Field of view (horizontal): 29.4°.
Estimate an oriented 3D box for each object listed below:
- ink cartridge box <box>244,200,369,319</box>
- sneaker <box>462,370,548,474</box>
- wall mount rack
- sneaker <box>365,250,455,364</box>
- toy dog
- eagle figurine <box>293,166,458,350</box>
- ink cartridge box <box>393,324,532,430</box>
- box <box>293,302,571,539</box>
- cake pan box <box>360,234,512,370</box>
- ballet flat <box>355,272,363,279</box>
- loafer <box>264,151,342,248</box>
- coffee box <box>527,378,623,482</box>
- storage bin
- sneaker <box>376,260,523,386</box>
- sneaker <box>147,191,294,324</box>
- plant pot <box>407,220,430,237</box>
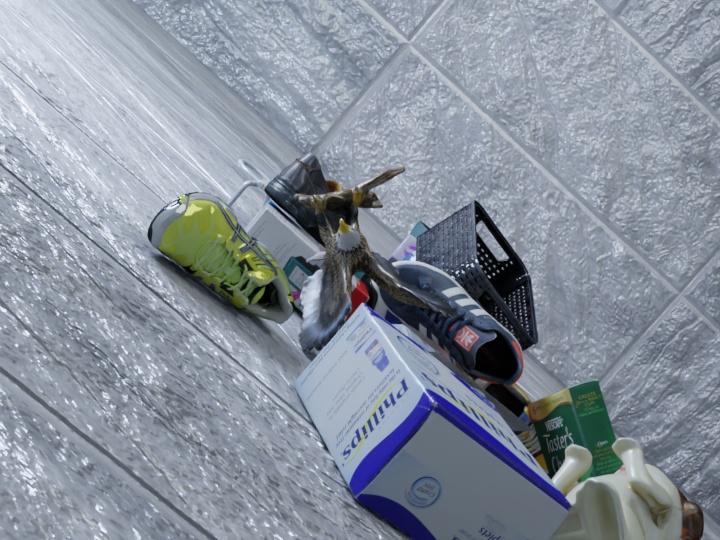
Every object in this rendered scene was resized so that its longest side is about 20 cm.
[{"bbox_3d":[-0.056,0.010,1.628,0.200,0.067,0.116,41,4,-7],"label":"ink cartridge box"},{"bbox_3d":[0.204,0.207,1.785,0.200,0.075,0.090,49,-5,-13],"label":"sneaker"},{"bbox_3d":[-0.101,-0.059,1.846,0.200,0.075,0.174,43,10,11],"label":"wall mount rack"},{"bbox_3d":[0.051,0.081,1.776,0.081,0.114,0.201,-107,178,-71],"label":"sneaker"},{"bbox_3d":[0.256,0.255,1.330,0.199,0.139,0.195,-16,78,-53],"label":"toy dog"},{"bbox_3d":[-0.003,-0.002,1.462,0.150,0.151,0.202,16,47,-51],"label":"eagle figurine"},{"bbox_3d":[0.110,0.125,1.651,0.162,0.050,0.200,40,-20,-18],"label":"ink cartridge box"},{"bbox_3d":[0.059,0.152,1.195,0.184,0.105,0.200,38,8,-29],"label":"box"},{"bbox_3d":[0.090,0.058,1.885,0.200,0.052,0.184,43,-32,-2],"label":"cake pan box"},{"bbox_3d":[0.010,0.029,2.021,0.067,0.068,0.200,18,-21,51],"label":"ballet flat"},{"bbox_3d":[-0.045,-0.077,1.688,0.073,0.072,0.200,39,-3,25],"label":"loafer"},{"bbox_3d":[0.254,0.231,1.544,0.123,0.044,0.202,139,-64,-70],"label":"coffee box"},{"bbox_3d":[0.141,0.021,1.687,0.136,0.093,0.201,52,20,-20],"label":"storage bin"},{"bbox_3d":[0.107,0.061,1.543,0.199,0.075,0.085,32,11,-13],"label":"sneaker"},{"bbox_3d":[-0.124,-0.011,1.314,0.076,0.076,0.200,46,8,37],"label":"sneaker"},{"bbox_3d":[0.134,0.030,2.406,0.200,0.135,0.200,41,6,-5],"label":"plant pot"}]
